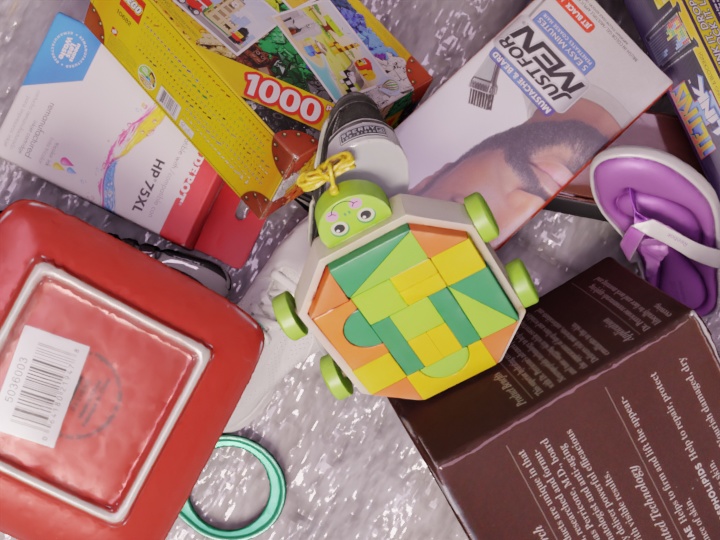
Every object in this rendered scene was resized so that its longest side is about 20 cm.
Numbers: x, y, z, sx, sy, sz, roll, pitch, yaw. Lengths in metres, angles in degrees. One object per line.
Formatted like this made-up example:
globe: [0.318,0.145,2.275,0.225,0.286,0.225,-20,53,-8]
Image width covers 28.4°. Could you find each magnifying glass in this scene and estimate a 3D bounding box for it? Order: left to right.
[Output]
magnifying glass: [-0.153,0.149,1.073,0.198,0.022,0.080,16,88,2]

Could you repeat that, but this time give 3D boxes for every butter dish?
butter dish: [-0.199,0.075,0.969,0.199,0.148,0.201,29,86,-18]

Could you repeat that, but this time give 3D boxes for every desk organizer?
desk organizer: [0.188,-0.079,1.065,0.198,0.072,0.078,11,85,-1]

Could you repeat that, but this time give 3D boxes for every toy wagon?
toy wagon: [0.021,0.007,0.919,0.154,0.040,0.200,-27,132,10]

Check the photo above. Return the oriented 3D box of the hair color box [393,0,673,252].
hair color box: [0.107,-0.099,0.998,0.200,0.064,0.111,-43,87,-5]

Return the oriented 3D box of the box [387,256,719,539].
box: [0.152,0.122,0.991,0.199,0.166,0.165,-30,107,-2]

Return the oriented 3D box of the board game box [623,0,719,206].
board game box: [0.298,-0.146,1.028,0.164,0.057,0.201,-15,76,-28]

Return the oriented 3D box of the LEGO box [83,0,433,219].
LEGO box: [-0.073,-0.157,1.010,0.200,0.077,0.149,47,51,10]

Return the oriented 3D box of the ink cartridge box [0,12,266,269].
ink cartridge box: [-0.156,-0.093,1.059,0.199,0.067,0.117,25,88,-1]

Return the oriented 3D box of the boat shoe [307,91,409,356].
boat shoe: [0.000,-0.025,0.957,0.070,0.064,0.201,-3,131,-11]

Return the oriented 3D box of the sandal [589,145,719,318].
sandal: [0.219,-0.015,1.006,0.082,0.203,0.050,-7,54,27]

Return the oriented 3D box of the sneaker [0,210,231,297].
sneaker: [-0.203,0.028,1.052,0.198,0.076,0.116,15,91,-1]

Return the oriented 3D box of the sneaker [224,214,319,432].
sneaker: [-0.069,0.044,1.016,0.075,0.088,0.201,40,106,17]

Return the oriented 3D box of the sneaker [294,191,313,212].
sneaker: [0.000,0.000,1.057,0.082,0.071,0.200,-36,92,-8]
